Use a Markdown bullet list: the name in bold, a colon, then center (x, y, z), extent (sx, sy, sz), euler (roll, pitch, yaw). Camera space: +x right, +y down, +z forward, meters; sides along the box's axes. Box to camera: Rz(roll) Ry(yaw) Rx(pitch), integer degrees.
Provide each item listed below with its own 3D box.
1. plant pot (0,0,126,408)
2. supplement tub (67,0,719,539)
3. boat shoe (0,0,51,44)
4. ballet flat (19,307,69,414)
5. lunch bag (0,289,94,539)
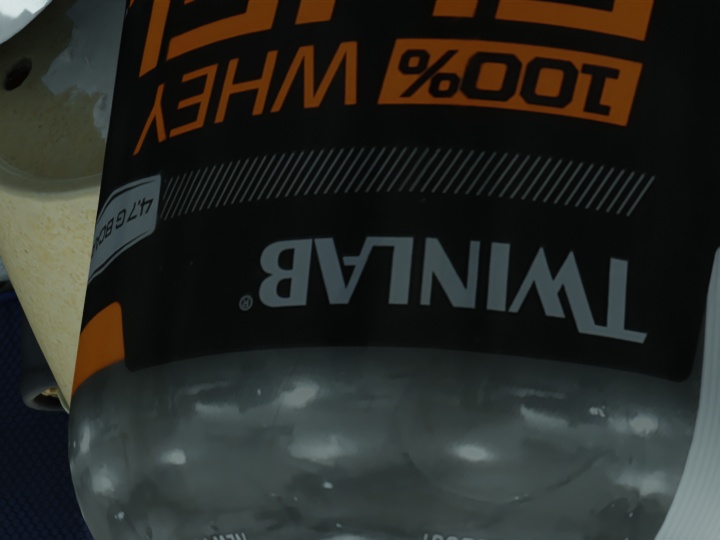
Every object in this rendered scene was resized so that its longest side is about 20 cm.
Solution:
- **plant pot**: center (0.000, 0.000, 0.614), extent (0.186, 0.188, 0.200), euler (-6, 143, 31)
- **supplement tub**: center (0.021, -0.018, 0.406), extent (0.122, 0.201, 0.123), euler (5, 161, 2)
- **boat shoe**: center (-0.135, -0.068, 0.592), extent (0.066, 0.070, 0.199), euler (37, 151, -27)
- **ballet flat**: center (-0.030, 0.046, 0.792), extent (0.199, 0.073, 0.073), euler (17, 170, 33)
- **lunch bag**: center (-0.114, 0.091, 0.935), extent (0.199, 0.137, 0.132), euler (-8, 158, 30)
